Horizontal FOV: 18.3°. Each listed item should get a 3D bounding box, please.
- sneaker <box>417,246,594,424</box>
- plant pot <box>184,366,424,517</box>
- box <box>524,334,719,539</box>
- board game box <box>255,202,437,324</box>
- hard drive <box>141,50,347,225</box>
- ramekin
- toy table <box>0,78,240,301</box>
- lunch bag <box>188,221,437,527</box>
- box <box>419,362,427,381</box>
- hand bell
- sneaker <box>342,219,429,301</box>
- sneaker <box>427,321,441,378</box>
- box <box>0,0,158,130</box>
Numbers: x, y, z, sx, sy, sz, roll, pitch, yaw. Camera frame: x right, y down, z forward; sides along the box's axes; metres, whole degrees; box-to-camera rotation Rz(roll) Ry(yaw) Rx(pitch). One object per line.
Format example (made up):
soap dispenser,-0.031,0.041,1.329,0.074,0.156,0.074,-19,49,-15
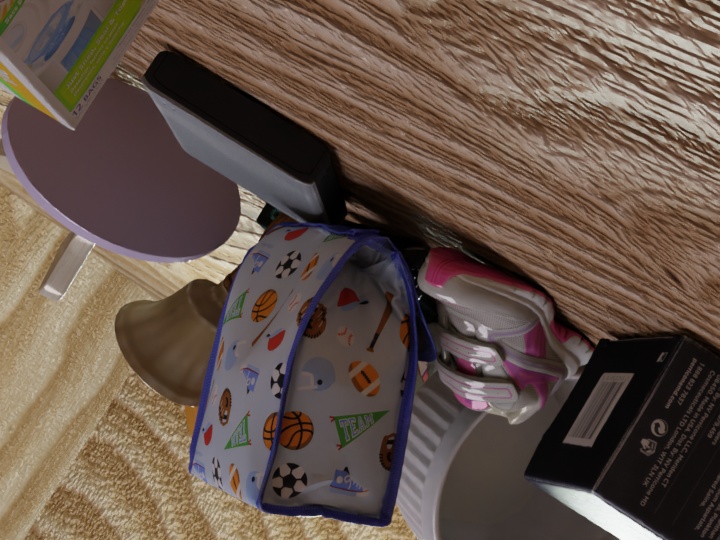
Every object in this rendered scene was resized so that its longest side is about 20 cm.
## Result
sneaker,0.093,0.053,1.569,0.081,0.088,0.200,27,171,39
plant pot,-0.029,0.111,1.837,0.200,0.201,0.183,34,173,-15
box,0.233,0.141,1.438,0.200,0.118,0.197,32,174,-6
board game box,0.005,0.009,1.933,0.135,0.028,0.200,27,172,29
hard drive,-0.078,-0.087,1.598,0.139,0.033,0.200,32,174,8
ramekin,0.118,0.152,1.744,0.200,0.200,0.105,37,180,-35
toy table,-0.203,-0.071,1.792,0.200,0.184,0.117,39,156,-9
lunch bag,-0.032,0.066,1.580,0.123,0.201,0.170,9,180,-25
box,0.074,0.117,2.097,0.200,0.103,0.095,31,174,1
hand bell,-0.092,0.008,1.750,0.104,0.200,0.104,34,-149,-24
sneaker,0.000,0.000,1.712,0.087,0.076,0.200,37,174,7
sneaker,0.105,0.095,1.901,0.088,0.076,0.200,-3,163,5
box,-0.188,-0.170,1.151,0.101,0.113,0.200,30,172,17
